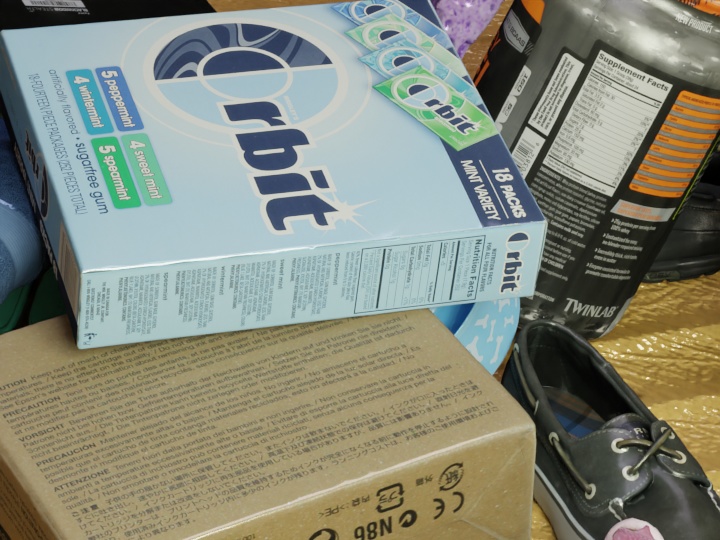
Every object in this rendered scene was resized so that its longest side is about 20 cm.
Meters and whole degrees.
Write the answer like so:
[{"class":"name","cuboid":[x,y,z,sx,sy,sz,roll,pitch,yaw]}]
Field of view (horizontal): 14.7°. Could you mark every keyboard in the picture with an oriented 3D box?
[{"class":"keyboard","cuboid":[-0.170,-0.133,1.455,0.199,0.040,0.104,-1,39,-34]}]

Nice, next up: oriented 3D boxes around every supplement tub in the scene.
[{"class":"supplement tub","cuboid":[0.114,-0.077,1.355,0.122,0.200,0.123,24,22,-10]}]

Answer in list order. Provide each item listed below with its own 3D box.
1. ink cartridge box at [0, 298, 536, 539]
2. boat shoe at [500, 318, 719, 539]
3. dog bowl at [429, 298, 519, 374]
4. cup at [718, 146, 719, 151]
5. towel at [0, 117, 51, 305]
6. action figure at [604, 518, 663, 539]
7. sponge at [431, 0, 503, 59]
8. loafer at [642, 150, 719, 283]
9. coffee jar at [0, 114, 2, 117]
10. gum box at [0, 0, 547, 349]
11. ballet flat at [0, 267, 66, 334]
[{"class":"ink cartridge box","cuboid":[-0.053,0.075,1.144,0.199,0.075,0.165,-17,37,-22]},{"class":"boat shoe","cuboid":[0.113,0.088,1.212,0.068,0.057,0.200,-8,29,-25]},{"class":"dog bowl","cuboid":[0.000,0.000,1.318,0.050,0.112,0.200,43,-3,-42]},{"class":"cup","cuboid":[0.252,-0.137,1.573,0.200,0.201,0.143,29,61,38]},{"class":"towel","cuboid":[-0.186,-0.016,1.204,0.111,0.049,0.200,6,23,20]},{"class":"action figure","cuboid":[0.182,0.150,1.045,0.199,0.135,0.149,-8,-2,10]},{"class":"sponge","cuboid":[0.021,-0.103,1.429,0.030,0.200,0.112,31,22,-12]},{"class":"loafer","cuboid":[0.213,-0.044,1.476,0.200,0.071,0.068,-10,30,-30]},{"class":"coffee jar","cuboid":[-0.139,-0.071,1.443,0.199,0.086,0.104,10,19,10]},{"class":"gum box","cuboid":[-0.042,-0.048,1.197,0.199,0.045,0.170,-6,41,-17]},{"class":"ballet flat","cuboid":[-0.129,0.014,1.294,0.072,0.068,0.200,22,-1,-30]}]
